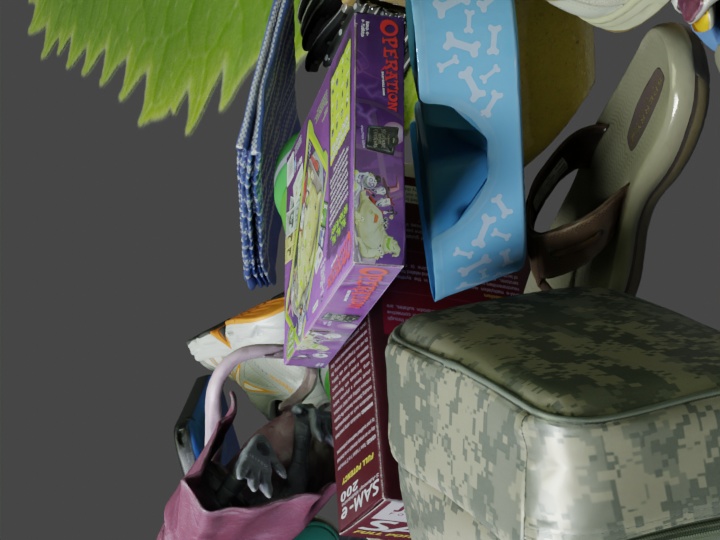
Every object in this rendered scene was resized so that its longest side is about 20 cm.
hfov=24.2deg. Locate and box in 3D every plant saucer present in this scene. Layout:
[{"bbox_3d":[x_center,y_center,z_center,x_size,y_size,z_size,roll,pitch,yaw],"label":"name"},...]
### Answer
[{"bbox_3d":[0.085,-0.183,0.880,0.200,0.048,0.202,-98,2,-63],"label":"plant saucer"}]

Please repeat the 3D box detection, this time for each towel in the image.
[{"bbox_3d":[-0.058,-0.090,1.144,0.200,0.024,0.146,95,-174,-63],"label":"towel"}]

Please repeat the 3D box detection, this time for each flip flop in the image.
[{"bbox_3d":[0.115,-0.036,0.846,0.081,0.057,0.201,-110,32,-45],"label":"flip flop"}]

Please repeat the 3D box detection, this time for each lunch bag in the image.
[{"bbox_3d":[0.100,0.109,0.746,0.200,0.138,0.170,-155,60,-65],"label":"lunch bag"}]

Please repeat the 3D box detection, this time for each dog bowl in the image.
[{"bbox_3d":[0.050,-0.080,0.824,0.112,0.049,0.202,-97,0,-55],"label":"dog bowl"}]

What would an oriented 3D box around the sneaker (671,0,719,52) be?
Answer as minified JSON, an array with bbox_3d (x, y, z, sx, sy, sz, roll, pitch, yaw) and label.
[{"bbox_3d":[0.160,-0.146,0.787,0.200,0.074,0.091,10,84,64],"label":"sneaker"}]

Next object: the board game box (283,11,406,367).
[{"bbox_3d":[-0.011,-0.032,0.835,0.200,0.032,0.121,127,149,-71],"label":"board game box"}]

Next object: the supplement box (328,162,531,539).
[{"bbox_3d":[0.040,0.044,0.915,0.061,0.108,0.202,133,139,-52],"label":"supplement box"}]

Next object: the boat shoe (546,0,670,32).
[{"bbox_3d":[0.138,-0.176,0.710,0.200,0.066,0.075,-50,45,41],"label":"boat shoe"}]

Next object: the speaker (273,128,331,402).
[{"bbox_3d":[0.000,0.000,1.038,0.089,0.088,0.201,-57,34,36],"label":"speaker"}]

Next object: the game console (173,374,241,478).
[{"bbox_3d":[-0.131,0.178,1.105,0.200,0.117,0.172,-103,-2,-84],"label":"game console"}]

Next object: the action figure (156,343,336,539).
[{"bbox_3d":[-0.095,0.155,0.951,0.201,0.133,0.150,-55,40,33],"label":"action figure"}]

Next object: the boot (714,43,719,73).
[{"bbox_3d":[0.231,-0.049,0.619,0.182,0.072,0.201,-47,43,32],"label":"boot"}]

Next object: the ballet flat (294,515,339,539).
[{"bbox_3d":[-0.041,0.259,1.058,0.069,0.069,0.202,-29,56,57],"label":"ballet flat"}]

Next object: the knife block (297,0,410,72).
[{"bbox_3d":[0.022,-0.221,1.096,0.175,0.063,0.202,20,99,62],"label":"knife block"}]

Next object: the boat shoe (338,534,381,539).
[{"bbox_3d":[0.026,0.183,0.913,0.063,0.074,0.200,-59,17,-2],"label":"boat shoe"}]

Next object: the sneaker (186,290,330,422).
[{"bbox_3d":[-0.062,0.070,1.152,0.093,0.075,0.200,65,166,-1],"label":"sneaker"}]
